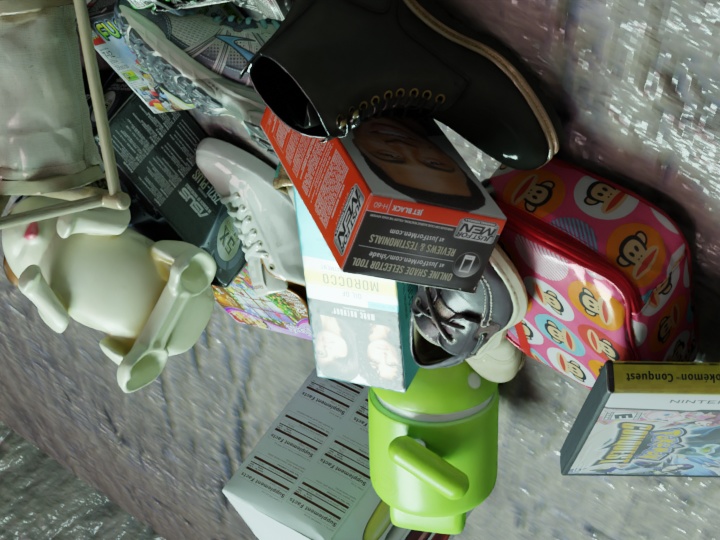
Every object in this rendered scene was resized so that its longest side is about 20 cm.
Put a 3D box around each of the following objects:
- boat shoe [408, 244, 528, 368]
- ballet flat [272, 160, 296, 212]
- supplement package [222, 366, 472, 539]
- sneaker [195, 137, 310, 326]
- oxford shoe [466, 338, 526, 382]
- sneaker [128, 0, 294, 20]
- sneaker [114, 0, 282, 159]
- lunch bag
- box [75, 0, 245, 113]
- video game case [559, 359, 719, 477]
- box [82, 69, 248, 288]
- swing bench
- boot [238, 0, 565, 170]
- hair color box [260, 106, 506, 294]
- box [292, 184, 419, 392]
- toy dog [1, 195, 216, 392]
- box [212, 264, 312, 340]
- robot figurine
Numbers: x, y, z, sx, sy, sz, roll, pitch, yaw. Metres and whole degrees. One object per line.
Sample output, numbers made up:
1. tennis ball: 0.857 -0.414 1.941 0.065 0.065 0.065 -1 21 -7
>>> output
1. boat shoe: 0.069 0.028 1.222 0.072 0.065 0.200 52 167 12
2. ballet flat: 0.002 -0.028 1.422 0.200 0.065 0.070 43 158 -14
3. supplement package: 0.002 0.220 1.759 0.147 0.200 0.191 23 156 35
4. sneaker: -0.083 -0.030 1.537 0.200 0.085 0.073 44 161 -12
5. oxford shoe: 0.084 0.041 1.391 0.070 0.074 0.200 -6 141 23
6. sneaker: -0.119 -0.207 1.214 0.199 0.085 0.078 22 154 36
7. sneaker: -0.088 -0.154 1.276 0.200 0.087 0.078 33 170 0
8. lunch bag: 0.149 0.002 1.228 0.176 0.082 0.200 31 159 31
9. box: -0.149 -0.182 1.390 0.110 0.035 0.200 47 158 -23
10. video game case: 0.245 0.109 1.220 0.180 0.026 0.200 1 157 -2
11. box: -0.201 -0.087 1.608 0.163 0.086 0.200 10 146 51
12. swing bench: -0.294 -0.149 1.441 0.200 0.129 0.200 -152 51 -64
13. boot: 0.024 -0.103 1.098 0.200 0.138 0.077 38 143 -5
14. hair color box: 0.010 -0.067 1.146 0.101 0.061 0.200 9 -151 -26
15. box: 0.000 0.000 1.364 0.082 0.049 0.201 9 129 20
16. toy dog: -0.233 -0.009 1.552 0.200 0.140 0.194 30 -166 13
17. box: -0.099 0.009 1.703 0.200 0.039 0.137 10 149 52
18. robot figurine: 0.065 0.136 1.530 0.115 0.176 0.201 7 119 15
